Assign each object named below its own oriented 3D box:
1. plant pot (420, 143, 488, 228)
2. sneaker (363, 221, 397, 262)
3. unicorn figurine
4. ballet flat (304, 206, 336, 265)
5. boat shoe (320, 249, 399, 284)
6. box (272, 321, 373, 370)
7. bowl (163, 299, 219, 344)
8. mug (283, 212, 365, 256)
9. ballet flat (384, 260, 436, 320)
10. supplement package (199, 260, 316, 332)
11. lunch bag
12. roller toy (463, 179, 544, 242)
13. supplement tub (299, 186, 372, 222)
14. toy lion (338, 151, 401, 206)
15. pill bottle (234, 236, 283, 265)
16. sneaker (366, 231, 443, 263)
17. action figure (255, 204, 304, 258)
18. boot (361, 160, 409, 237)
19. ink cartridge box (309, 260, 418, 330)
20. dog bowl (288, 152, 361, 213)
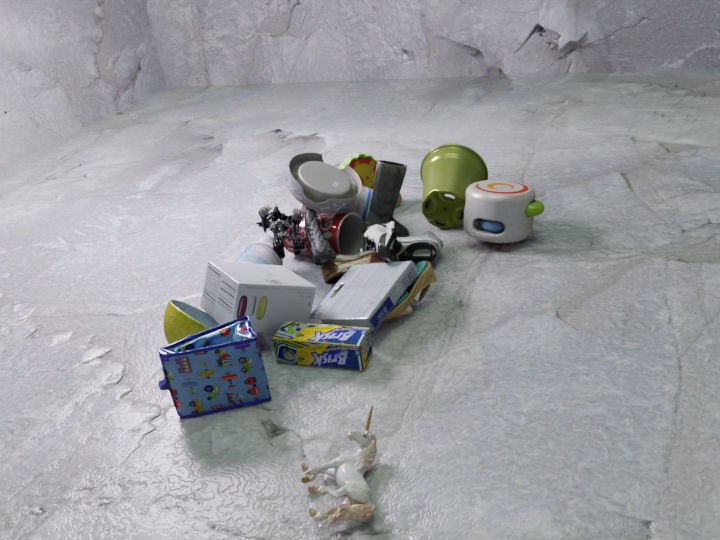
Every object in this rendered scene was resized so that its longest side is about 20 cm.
[{"bbox_3d":[0.250,-0.223,1.924,0.198,0.202,0.185,1,41,17],"label":"plant pot"},{"bbox_3d":[0.047,-0.065,1.643,0.079,0.074,0.200,-4,16,4],"label":"sneaker"},{"bbox_3d":[-0.025,0.329,1.107,0.136,0.074,0.201,-5,42,-13],"label":"unicorn figurine"},{"bbox_3d":[-0.107,-0.089,1.719,0.056,0.067,0.201,-9,50,-11],"label":"ballet flat"},{"bbox_3d":[0.000,0.000,1.699,0.198,0.076,0.072,-8,60,4],"label":"boat shoe"},{"bbox_3d":[-0.078,0.156,1.429,0.198,0.065,0.070,2,30,20],"label":"box"},{"bbox_3d":[-0.335,0.155,1.432,0.199,0.200,0.108,26,86,46],"label":"bowl"},{"bbox_3d":[-0.093,-0.083,1.844,0.199,0.177,0.134,6,68,33],"label":"mug"},{"bbox_3d":[0.109,0.061,1.547,0.200,0.063,0.068,-46,23,-26],"label":"ballet flat"},{"bbox_3d":[-0.227,0.059,1.520,0.199,0.112,0.155,3,17,-39],"label":"supplement package"},{"bbox_3d":[-0.288,0.198,1.318,0.198,0.152,0.094,-16,29,-15],"label":"lunch bag"},{"bbox_3d":[0.361,-0.151,1.791,0.181,0.141,0.200,-5,22,-15],"label":"roller toy"},{"bbox_3d":[-0.062,-0.190,1.916,0.198,0.133,0.132,16,28,-7],"label":"supplement tub"},{"bbox_3d":[0.020,-0.261,2.026,0.199,0.193,0.069,-23,31,-26],"label":"toy lion"},{"bbox_3d":[-0.260,-0.006,1.726,0.108,0.110,0.200,0,29,14],"label":"pill bottle"},{"bbox_3d":[0.122,-0.059,1.784,0.199,0.076,0.115,5,16,25],"label":"sneaker"},{"bbox_3d":[-0.200,-0.120,1.744,0.118,0.103,0.200,-6,37,-18],"label":"action figure"},{"bbox_3d":[0.086,-0.185,1.819,0.072,0.202,0.181,17,10,39],"label":"boot"},{"bbox_3d":[0.006,0.057,1.549,0.199,0.043,0.197,-5,36,47],"label":"ink cartridge box"},{"bbox_3d":[-0.099,-0.226,1.787,0.198,0.059,0.201,14,40,-12],"label":"dog bowl"}]
